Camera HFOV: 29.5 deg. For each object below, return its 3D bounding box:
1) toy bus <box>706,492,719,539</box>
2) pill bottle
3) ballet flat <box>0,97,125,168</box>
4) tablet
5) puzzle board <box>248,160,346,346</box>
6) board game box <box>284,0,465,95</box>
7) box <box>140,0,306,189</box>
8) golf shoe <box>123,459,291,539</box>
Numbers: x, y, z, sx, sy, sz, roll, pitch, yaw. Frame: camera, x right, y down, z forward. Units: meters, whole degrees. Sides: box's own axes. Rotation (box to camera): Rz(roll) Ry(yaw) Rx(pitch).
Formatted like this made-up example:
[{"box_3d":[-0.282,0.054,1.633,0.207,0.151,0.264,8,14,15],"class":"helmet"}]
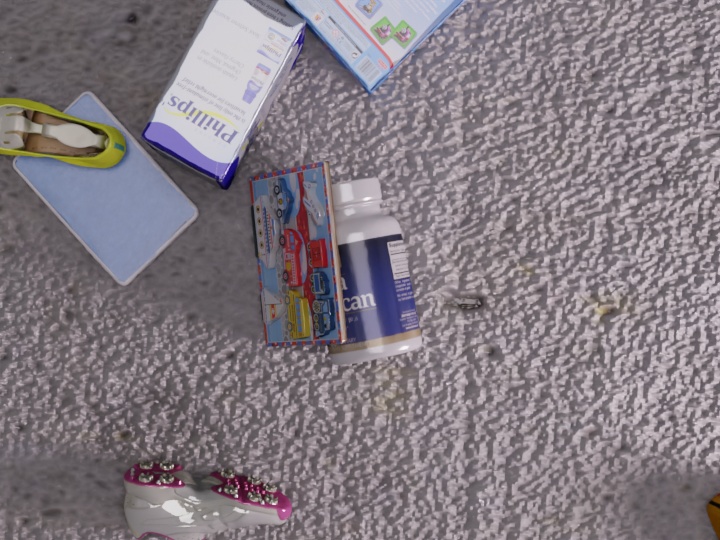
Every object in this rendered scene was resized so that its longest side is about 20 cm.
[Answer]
[{"box_3d":[0.486,0.350,1.613,0.078,0.065,0.201,-34,90,-4],"class":"toy bus"},{"box_3d":[0.000,0.000,1.575,0.109,0.111,0.203,-11,89,-2],"class":"pill bottle"},{"box_3d":[-0.369,-0.161,1.573,0.197,0.067,0.068,11,90,-1],"class":"ballet flat"},{"box_3d":[-0.301,-0.097,1.614,0.130,0.014,0.200,-43,90,-2],"class":"tablet"},{"box_3d":[-0.077,-0.015,1.564,0.017,0.150,0.203,-5,89,-40],"class":"puzzle board"},{"box_3d":[0.032,-0.333,1.618,0.200,0.037,0.151,-44,91,-1],"class":"board game box"},{"box_3d":[-0.150,-0.204,1.537,0.104,0.184,0.202,29,89,-3],"class":"box"},{"box_3d":[-0.180,0.280,1.593,0.197,0.075,0.093,10,104,0],"class":"golf shoe"}]
